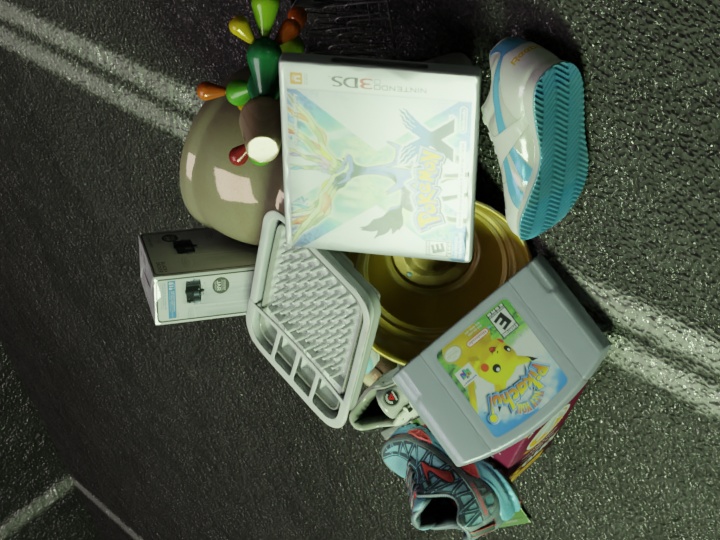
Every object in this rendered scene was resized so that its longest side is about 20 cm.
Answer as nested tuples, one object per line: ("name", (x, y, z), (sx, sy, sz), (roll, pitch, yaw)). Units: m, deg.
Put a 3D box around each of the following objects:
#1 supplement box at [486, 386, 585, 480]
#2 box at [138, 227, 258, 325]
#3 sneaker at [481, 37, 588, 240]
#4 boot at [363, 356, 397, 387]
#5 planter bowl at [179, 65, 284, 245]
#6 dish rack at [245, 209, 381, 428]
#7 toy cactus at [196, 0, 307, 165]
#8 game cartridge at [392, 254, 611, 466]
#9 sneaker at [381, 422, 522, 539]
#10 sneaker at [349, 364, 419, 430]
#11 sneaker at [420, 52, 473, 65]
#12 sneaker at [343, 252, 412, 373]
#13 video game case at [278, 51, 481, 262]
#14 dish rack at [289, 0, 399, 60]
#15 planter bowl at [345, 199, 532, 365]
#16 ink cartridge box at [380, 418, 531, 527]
("supplement box", (0.166, 0.154, 1.581), (0.086, 0.110, 0.200), (44, 155, 16))
("box", (-0.141, -0.001, 1.629), (0.117, 0.198, 0.061), (-125, 31, -58))
("sneaker", (0.153, -0.116, 1.306), (0.081, 0.076, 0.201), (42, 147, 39))
("boot", (-0.001, 0.082, 1.723), (0.155, 0.073, 0.200), (39, 164, -6))
("planter bowl", (-0.077, -0.108, 1.570), (0.134, 0.200, 0.201), (32, 148, 35))
("dish rack", (-0.043, 0.045, 1.487), (0.172, 0.043, 0.201), (46, 143, 28))
("toy cactus", (-0.101, -0.169, 1.396), (0.166, 0.101, 0.201), (-94, 18, -49))
("game cartridge", (0.144, 0.098, 1.456), (0.134, 0.200, 0.040), (51, -167, 10))
("sneaker", (0.078, 0.233, 1.592), (0.199, 0.095, 0.080), (18, 140, 50))
("sneaker", (0.065, 0.131, 1.630), (0.200, 0.088, 0.074), (-38, 85, 39))
("sneaker", (0.077, -0.144, 1.409), (0.112, 0.073, 0.200), (58, 164, -18))
("sneaker", (0.000, 0.000, 1.575), (0.079, 0.131, 0.201), (19, 142, 37))
("video game case", (0.017, -0.101, 1.341), (0.180, 0.022, 0.201), (5, 126, 8))
("dish rack", (-0.011, -0.218, 1.389), (0.153, 0.054, 0.202), (139, 124, -66))
("planter bowl", (0.078, -0.004, 1.513), (0.084, 0.199, 0.202), (-92, -20, -62))
("ink cartridge box", (0.120, 0.262, 1.867), (0.201, 0.059, 0.104), (54, 156, 0))
